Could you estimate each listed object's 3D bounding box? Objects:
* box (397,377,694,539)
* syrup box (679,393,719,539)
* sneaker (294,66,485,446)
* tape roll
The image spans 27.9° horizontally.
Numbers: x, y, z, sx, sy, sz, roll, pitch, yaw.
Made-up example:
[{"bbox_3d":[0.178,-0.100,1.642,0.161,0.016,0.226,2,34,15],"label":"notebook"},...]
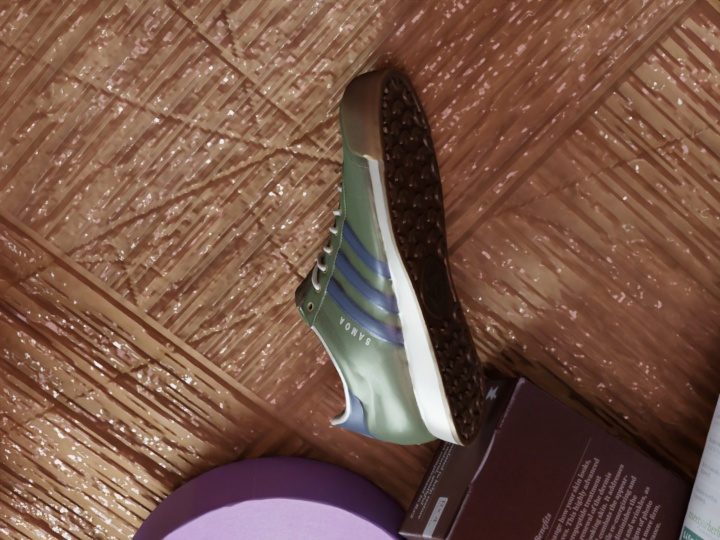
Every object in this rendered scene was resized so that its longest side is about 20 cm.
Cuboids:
[{"bbox_3d":[0.132,0.152,0.812,0.199,0.075,0.101,33,74,-17],"label":"box"},{"bbox_3d":[0.236,0.075,0.753,0.081,0.079,0.202,14,92,-9],"label":"syrup box"},{"bbox_3d":[0.000,0.000,0.758,0.089,0.067,0.202,-6,105,29],"label":"sneaker"},{"bbox_3d":[-0.048,0.214,0.843,0.198,0.066,0.202,-1,104,-3],"label":"tape roll"}]
